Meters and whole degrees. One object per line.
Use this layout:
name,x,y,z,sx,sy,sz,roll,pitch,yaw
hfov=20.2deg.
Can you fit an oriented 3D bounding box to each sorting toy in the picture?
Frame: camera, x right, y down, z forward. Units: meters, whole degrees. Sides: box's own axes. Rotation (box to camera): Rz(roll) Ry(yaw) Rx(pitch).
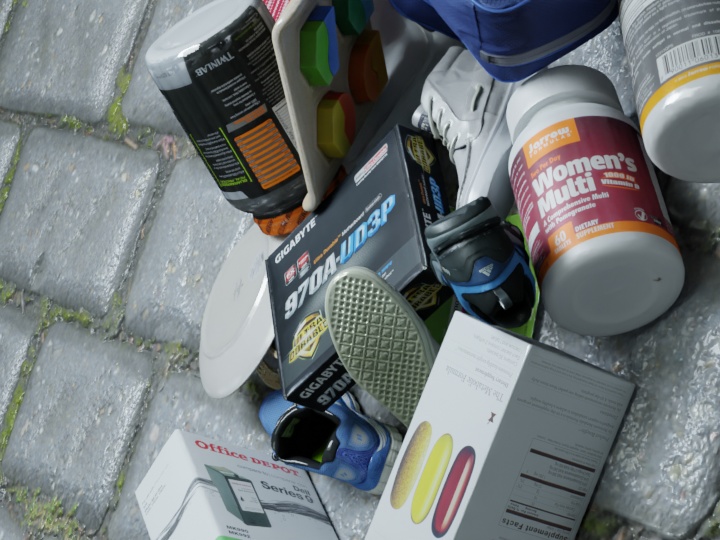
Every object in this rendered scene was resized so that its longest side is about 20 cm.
sorting toy,-0.019,-0.179,1.737,0.036,0.201,0.185,7,40,18

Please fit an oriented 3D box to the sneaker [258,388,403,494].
sneaker,-0.043,0.137,1.786,0.200,0.089,0.079,17,86,60

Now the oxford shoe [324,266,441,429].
oxford shoe,0.039,0.075,1.618,0.075,0.200,0.058,-31,20,22

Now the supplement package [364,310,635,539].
supplement package,0.104,0.150,1.535,0.114,0.109,0.201,23,93,59

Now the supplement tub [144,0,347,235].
supplement tub,-0.097,-0.139,1.823,0.122,0.200,0.123,-25,22,11

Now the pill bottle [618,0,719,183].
pill bottle,0.253,-0.174,1.489,0.116,0.116,0.201,-39,42,39

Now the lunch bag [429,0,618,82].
lunch bag,0.107,-0.257,1.579,0.136,0.132,0.200,-29,65,-6

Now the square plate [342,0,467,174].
square plate,-0.010,-0.191,1.898,0.198,0.028,0.200,45,108,29

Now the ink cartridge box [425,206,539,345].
ink cartridge box,0.065,0.013,1.705,0.200,0.076,0.148,-10,64,56

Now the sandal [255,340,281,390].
sandal,-0.070,0.077,1.898,0.212,0.077,0.070,-129,44,-61

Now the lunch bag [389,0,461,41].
lunch bag,0.087,-0.289,1.773,0.132,0.136,0.201,-45,41,34

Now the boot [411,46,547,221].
boot,0.087,-0.108,1.673,0.074,0.095,0.200,83,-158,-45

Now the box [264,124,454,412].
box,0.000,0.000,1.695,0.200,0.046,0.159,-44,40,35

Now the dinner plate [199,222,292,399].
dinner plate,-0.109,0.023,1.892,0.200,0.024,0.201,-47,29,37

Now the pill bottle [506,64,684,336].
pill bottle,0.174,-0.057,1.547,0.110,0.109,0.200,-45,40,34

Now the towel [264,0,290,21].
towel,-0.057,-0.252,1.893,0.200,0.022,0.145,-30,36,50

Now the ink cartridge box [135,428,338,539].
ink cartridge box,-0.098,0.241,1.755,0.084,0.146,0.200,-57,34,20

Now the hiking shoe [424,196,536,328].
hiking shoe,0.095,0.009,1.516,0.074,0.200,0.087,-27,77,9
